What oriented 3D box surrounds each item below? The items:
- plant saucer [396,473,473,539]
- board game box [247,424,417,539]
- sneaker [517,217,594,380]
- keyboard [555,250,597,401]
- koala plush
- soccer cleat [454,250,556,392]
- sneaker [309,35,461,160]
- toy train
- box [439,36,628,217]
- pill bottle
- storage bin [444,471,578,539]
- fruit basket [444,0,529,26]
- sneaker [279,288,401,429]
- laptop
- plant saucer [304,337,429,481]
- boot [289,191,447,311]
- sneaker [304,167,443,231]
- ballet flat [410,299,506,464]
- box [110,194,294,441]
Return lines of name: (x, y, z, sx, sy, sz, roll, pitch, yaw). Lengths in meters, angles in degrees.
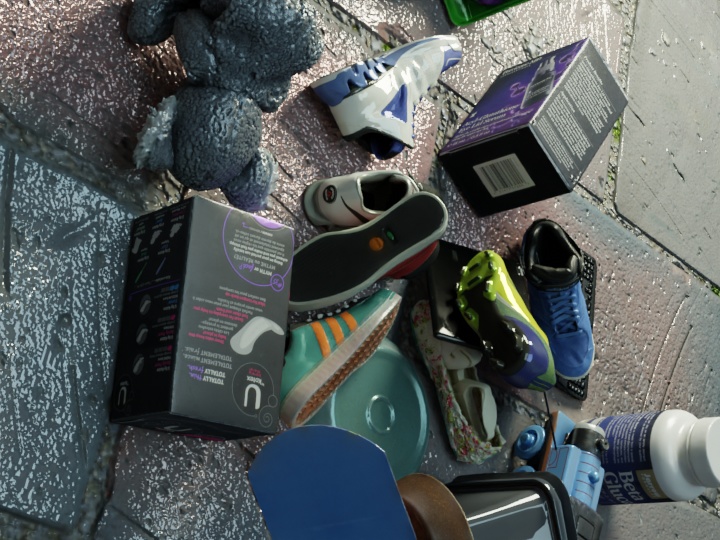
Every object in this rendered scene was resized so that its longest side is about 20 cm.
plant saucer: (0.046, 0.300, 1.218, 0.034, 0.200, 0.201, 4, 76, -29)
board game box: (-0.015, 0.237, 1.206, 0.039, 0.158, 0.201, -31, 102, -60)
sneaker: (0.240, 0.033, 1.519, 0.111, 0.076, 0.201, 48, 32, -79)
keyboard: (0.281, 0.061, 1.611, 0.104, 0.040, 0.201, 25, 62, -38)
koala plush: (-0.134, -0.166, 1.186, 0.177, 0.184, 0.201, 27, 74, -36)
soccer cleat: (0.155, 0.055, 1.329, 0.084, 0.065, 0.200, 34, 23, -31)
sneaker: (0.036, -0.190, 1.416, 0.199, 0.080, 0.115, -28, 103, -37)
toy train: (0.231, 0.261, 1.459, 0.087, 0.114, 0.200, 41, 55, -31)
box: (0.215, -0.176, 1.530, 0.104, 0.148, 0.200, 53, 48, -20)
pill bottle: (0.361, 0.230, 1.533, 0.111, 0.200, 0.111, 13, 71, -41)
storage bin: (0.110, 0.295, 1.291, 0.134, 0.200, 0.146, -8, 85, -34)
fruit basket: (0.128, -0.407, 1.516, 0.216, 0.155, 0.216, 38, 44, -48)
sneaker: (-0.036, 0.071, 1.262, 0.080, 0.071, 0.200, 35, 51, 16)
laptop: (0.149, 0.080, 1.436, 0.199, 0.116, 0.187, 16, 34, -14)
plant saucer: (0.012, 0.156, 1.329, 0.200, 0.036, 0.201, 13, 71, -41)
boot: (0.000, 0.000, 1.333, 0.200, 0.144, 0.073, -26, 75, -9)
sneaker: (0.040, -0.074, 1.378, 0.200, 0.088, 0.074, -3, 81, -46)
ballet flat: (0.118, 0.124, 1.420, 0.076, 0.064, 0.201, -24, 96, -44)
box: (-0.145, 0.049, 1.152, 0.122, 0.106, 0.201, 18, 68, -38)
